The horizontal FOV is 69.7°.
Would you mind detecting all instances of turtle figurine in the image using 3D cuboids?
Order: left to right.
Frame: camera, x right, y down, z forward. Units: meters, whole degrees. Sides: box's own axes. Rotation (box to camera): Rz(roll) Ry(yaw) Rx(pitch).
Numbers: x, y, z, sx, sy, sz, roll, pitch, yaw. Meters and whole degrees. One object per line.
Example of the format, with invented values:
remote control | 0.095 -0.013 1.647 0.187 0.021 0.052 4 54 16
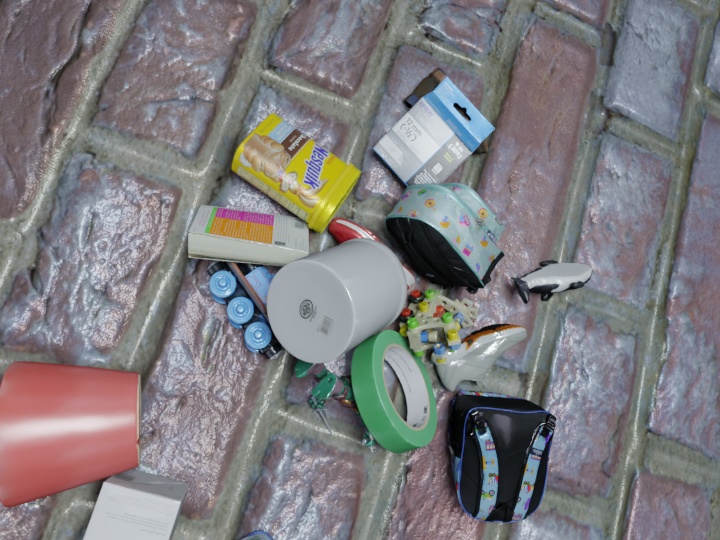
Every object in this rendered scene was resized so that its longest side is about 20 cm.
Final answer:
turtle figurine | -0.028 0.225 0.893 0.101 0.148 0.201 -58 135 -23

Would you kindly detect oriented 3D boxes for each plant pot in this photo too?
plant pot | -0.428 0.235 0.784 0.175 0.200 0.204 0 80 -23

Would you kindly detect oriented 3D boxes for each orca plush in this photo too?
orca plush | 0.385 0.039 1.043 0.198 0.105 0.072 -20 126 -38

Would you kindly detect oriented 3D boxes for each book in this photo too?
book | -0.190 -0.066 0.913 0.197 0.134 0.049 7 121 -10

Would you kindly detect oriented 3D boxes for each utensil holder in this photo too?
utensil holder | -0.036 0.043 0.849 0.168 0.199 0.173 5 102 26

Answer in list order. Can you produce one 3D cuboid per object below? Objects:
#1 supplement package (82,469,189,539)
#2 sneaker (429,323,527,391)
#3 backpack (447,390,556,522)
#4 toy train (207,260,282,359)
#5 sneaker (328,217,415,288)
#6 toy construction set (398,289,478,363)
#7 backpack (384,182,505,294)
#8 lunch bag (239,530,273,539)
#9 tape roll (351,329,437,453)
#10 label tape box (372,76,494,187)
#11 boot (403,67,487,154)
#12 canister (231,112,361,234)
supplement package | -0.357 0.428 0.791 0.118 0.121 0.203 18 77 -9
sneaker | 0.234 0.167 0.997 0.197 0.076 0.093 -19 92 -7
backpack | 0.244 0.335 0.932 0.180 0.134 0.203 5 92 -10
toy train | -0.183 0.055 0.911 0.114 0.087 0.201 -34 86 -19
sneaker | 0.000 0.000 0.964 0.199 0.078 0.116 38 74 -3
toy construction set | 0.144 0.089 0.945 0.129 0.200 0.094 -2 105 27
backpack | 0.149 -0.073 0.937 0.199 0.175 0.155 36 78 -28
lunch bag | -0.170 0.546 0.838 0.159 0.076 0.202 -27 86 -17
tape roll | 0.061 0.205 0.890 0.048 0.200 0.203 -26 86 28
label tape box | 0.142 -0.255 1.004 0.200 0.066 0.143 -44 91 13
boot | 0.176 -0.305 1.067 0.096 0.075 0.201 -33 86 1
canister | -0.117 -0.181 0.950 0.199 0.087 0.149 34 54 -3
